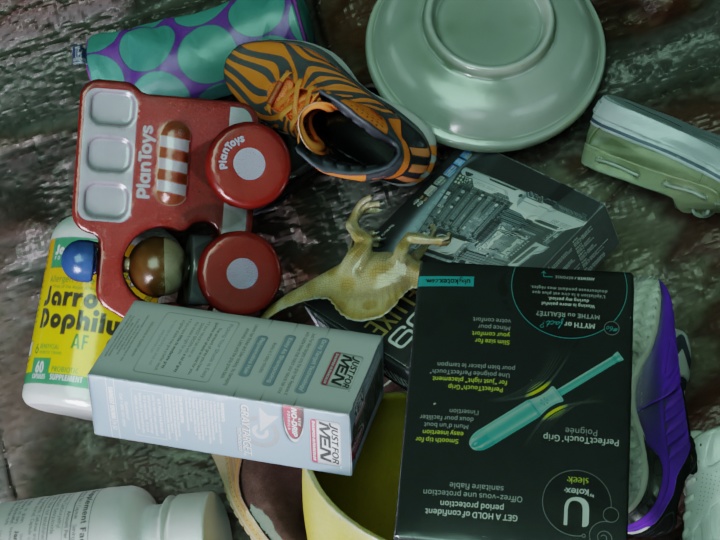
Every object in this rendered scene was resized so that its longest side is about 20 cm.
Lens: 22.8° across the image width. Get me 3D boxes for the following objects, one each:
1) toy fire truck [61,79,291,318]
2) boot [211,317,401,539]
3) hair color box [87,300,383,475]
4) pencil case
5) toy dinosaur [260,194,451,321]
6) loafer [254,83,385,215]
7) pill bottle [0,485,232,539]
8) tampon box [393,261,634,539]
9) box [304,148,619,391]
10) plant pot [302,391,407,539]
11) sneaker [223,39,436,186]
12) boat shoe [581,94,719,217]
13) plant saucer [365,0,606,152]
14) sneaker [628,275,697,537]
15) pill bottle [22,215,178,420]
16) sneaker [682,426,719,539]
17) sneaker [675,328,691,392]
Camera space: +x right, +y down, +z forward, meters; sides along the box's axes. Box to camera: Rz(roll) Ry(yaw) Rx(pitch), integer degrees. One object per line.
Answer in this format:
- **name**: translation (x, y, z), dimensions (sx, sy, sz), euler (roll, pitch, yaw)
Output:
- **toy fire truck**: translation (-0.147, -0.042, 1.396), dimensions (0.166, 0.112, 0.202), euler (5, 91, -10)
- **boot**: translation (-0.033, 0.135, 1.429), dimensions (0.166, 0.072, 0.201), euler (-34, 69, 6)
- **hair color box**: translation (-0.090, 0.085, 1.317), dimensions (0.198, 0.061, 0.099), euler (7, 35, 13)
- **pencil case**: translation (-0.138, -0.188, 1.517), dimensions (0.198, 0.085, 0.093), euler (-16, 71, 8)
- **toy dinosaur**: translation (0.000, 0.000, 1.353), dimensions (0.198, 0.058, 0.102), euler (-6, 49, 24)
- **loafer**: translation (-0.058, -0.107, 1.492), dimensions (0.199, 0.063, 0.072), euler (-25, 75, 6)
- **pill bottle**: translation (-0.207, 0.233, 1.426), dimensions (0.198, 0.114, 0.115), euler (-9, 76, 11)
- **tampon box**: translation (0.103, 0.114, 1.198), dimensions (0.148, 0.127, 0.201), euler (4, 61, 5)
- **box**: translation (0.078, 0.003, 1.388), dimensions (0.200, 0.050, 0.157), euler (-44, 44, -15)
- **plant pot**: translation (0.042, 0.208, 1.347), dimensions (0.199, 0.200, 0.143), euler (23, 121, 16)
- **sneaker**: translation (-0.038, -0.131, 1.398), dimensions (0.199, 0.112, 0.078), euler (27, 102, 21)
- **boat shoe**: translation (0.270, -0.076, 1.418), dimensions (0.199, 0.072, 0.062), euler (27, 110, 20)
- **plant saucer**: translation (0.103, -0.193, 1.450), dimensions (0.198, 0.050, 0.202), euler (0, 62, 0)
- **sneaker**: translation (0.210, 0.106, 1.319), dimensions (0.069, 0.099, 0.201), euler (-16, 52, 40)
- **pill bottle**: translation (-0.207, 0.021, 1.473), dimensions (0.112, 0.113, 0.202), euler (7, 79, 14)
- **sneaker**: translation (0.270, 0.171, 1.352), dimensions (0.099, 0.078, 0.201), euler (31, 77, 14)
- **sneaker**: translation (0.154, 0.105, 1.389), dimensions (0.197, 0.080, 0.131), euler (7, 71, 4)
